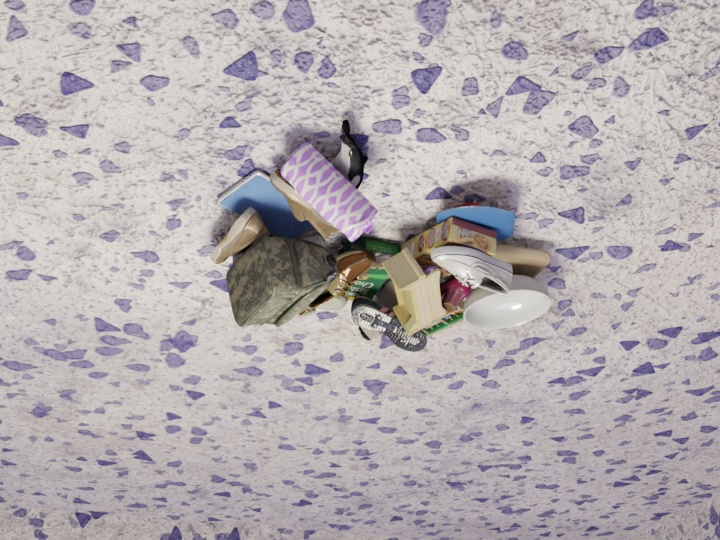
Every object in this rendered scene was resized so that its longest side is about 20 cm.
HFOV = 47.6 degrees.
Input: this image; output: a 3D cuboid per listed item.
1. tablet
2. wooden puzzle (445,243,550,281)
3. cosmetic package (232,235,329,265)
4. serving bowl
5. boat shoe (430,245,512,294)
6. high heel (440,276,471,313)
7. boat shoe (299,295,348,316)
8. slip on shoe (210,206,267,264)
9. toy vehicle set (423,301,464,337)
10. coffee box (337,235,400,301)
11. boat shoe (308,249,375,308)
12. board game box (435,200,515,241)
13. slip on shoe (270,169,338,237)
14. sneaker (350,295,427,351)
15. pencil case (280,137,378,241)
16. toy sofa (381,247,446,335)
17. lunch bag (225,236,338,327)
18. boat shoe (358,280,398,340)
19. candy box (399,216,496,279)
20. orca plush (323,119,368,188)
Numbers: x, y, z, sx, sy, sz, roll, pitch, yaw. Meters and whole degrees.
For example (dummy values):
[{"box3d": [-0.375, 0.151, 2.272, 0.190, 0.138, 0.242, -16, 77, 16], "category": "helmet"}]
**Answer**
[{"box3d": [-0.174, -0.126, 1.647, 0.129, 0.014, 0.199, -29, 139, 33], "category": "tablet"}, {"box3d": [0.303, -0.001, 1.833, 0.182, 0.038, 0.201, 7, 148, -13], "category": "wooden puzzle"}, {"box3d": [-0.169, -0.022, 1.755, 0.197, 0.051, 0.083, -10, 155, 11], "category": "cosmetic package"}, {"box3d": [0.322, 0.061, 1.828, 0.197, 0.067, 0.201, -6, 153, -3], "category": "serving bowl"}, {"box3d": [0.228, 0.002, 1.646, 0.198, 0.066, 0.073, 14, 158, -24], "category": "boat shoe"}, {"box3d": [0.188, 0.055, 1.860, 0.067, 0.097, 0.199, 42, 159, -18], "category": "high heel"}, {"box3d": [-0.126, 0.069, 1.837, 0.197, 0.069, 0.075, 4, 134, 20], "category": "boat shoe"}, {"box3d": [-0.247, -0.057, 1.670, 0.060, 0.076, 0.200, 41, 138, -5], "category": "slip on shoe"}, {"box3d": [0.162, 0.116, 2.011, 0.199, 0.027, 0.124, -29, 138, 34], "category": "toy vehicle set"}, {"box3d": [0.000, 0.000, 1.815, 0.121, 0.044, 0.200, 11, 144, -19], "category": "coffee box"}, {"box3d": [-0.045, 0.023, 1.733, 0.199, 0.075, 0.075, -30, 146, 36], "category": "boat shoe"}, {"box3d": [0.236, -0.109, 1.670, 0.156, 0.039, 0.200, 0, 161, 9], "category": "board game box"}, {"box3d": [-0.109, -0.125, 1.582, 0.061, 0.076, 0.199, -44, 139, 15], "category": "slip on shoe"}, {"box3d": [0.066, 0.114, 1.857, 0.199, 0.082, 0.070, 31, 109, -20], "category": "sneaker"}, {"box3d": [-0.057, -0.142, 1.485, 0.084, 0.200, 0.086, -44, 177, -2], "category": "pencil case"}, {"box3d": [0.115, 0.041, 1.735, 0.097, 0.083, 0.201, -28, 146, -7], "category": "toy sofa"}, {"box3d": [-0.156, 0.023, 1.657, 0.166, 0.141, 0.200, -2, 154, -37], "category": "lunch bag"}, {"box3d": [0.080, 0.079, 1.930, 0.200, 0.075, 0.092, -47, 165, 26], "category": "boat shoe"}, {"box3d": [0.180, -0.044, 1.712, 0.114, 0.056, 0.199, 15, 158, -26], "category": "candy box"}, {"box3d": [-0.021, -0.205, 1.520, 0.105, 0.071, 0.201, 36, 150, 25], "category": "orca plush"}]
